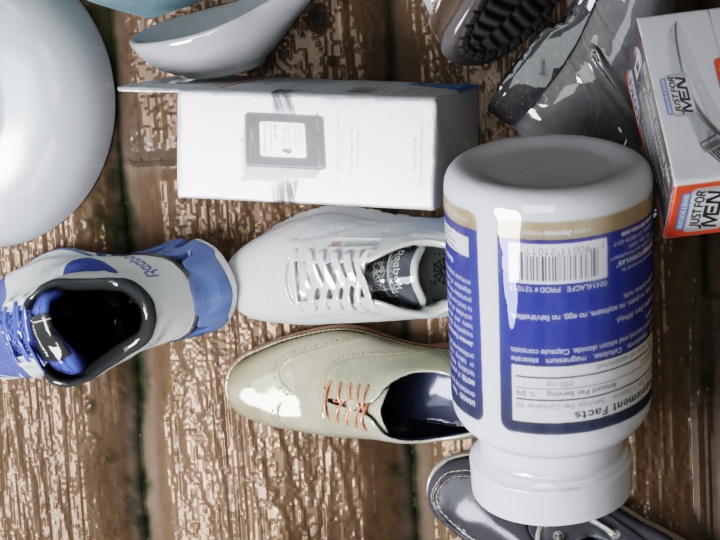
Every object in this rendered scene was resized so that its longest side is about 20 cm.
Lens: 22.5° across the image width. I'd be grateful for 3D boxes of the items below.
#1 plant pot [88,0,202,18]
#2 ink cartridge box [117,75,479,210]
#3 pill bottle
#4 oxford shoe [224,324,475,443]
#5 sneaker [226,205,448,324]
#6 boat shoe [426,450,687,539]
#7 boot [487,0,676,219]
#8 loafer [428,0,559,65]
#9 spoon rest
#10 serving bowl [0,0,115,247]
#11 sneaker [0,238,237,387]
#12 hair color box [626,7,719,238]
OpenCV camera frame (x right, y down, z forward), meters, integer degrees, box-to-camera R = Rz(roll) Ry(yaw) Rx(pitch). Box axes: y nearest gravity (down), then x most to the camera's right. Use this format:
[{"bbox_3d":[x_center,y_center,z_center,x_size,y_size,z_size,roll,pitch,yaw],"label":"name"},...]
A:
[{"bbox_3d":[-0.109,-0.265,1.051,0.195,0.200,0.197,-15,95,17],"label":"plant pot"},{"bbox_3d":[-0.036,-0.081,1.103,0.199,0.116,0.067,4,101,16],"label":"ink cartridge box"},{"bbox_3d":[0.106,0.034,1.016,0.115,0.116,0.201,4,112,16],"label":"pill bottle"},{"bbox_3d":[0.002,0.074,1.136,0.199,0.074,0.071,-3,98,17],"label":"oxford shoe"},{"bbox_3d":[0.000,0.000,1.123,0.199,0.080,0.077,-6,99,20],"label":"sneaker"},{"bbox_3d":[0.129,0.169,1.120,0.199,0.063,0.073,23,105,12],"label":"boat shoe"},{"bbox_3d":[0.181,-0.132,1.065,0.131,0.070,0.200,37,111,0],"label":"boot"},{"bbox_3d":[0.094,-0.216,1.070,0.071,0.073,0.201,30,93,36],"label":"loafer"},{"bbox_3d":[-0.044,-0.158,1.111,0.199,0.099,0.061,-6,107,6],"label":"spoon rest"},{"bbox_3d":[-0.264,-0.111,1.191,0.199,0.066,0.201,2,98,16],"label":"serving bowl"},{"bbox_3d":[-0.189,0.028,1.152,0.199,0.115,0.081,-12,95,32],"label":"sneaker"},{"bbox_3d":[0.255,-0.090,0.989,0.199,0.064,0.111,-6,61,-2],"label":"hair color box"}]
